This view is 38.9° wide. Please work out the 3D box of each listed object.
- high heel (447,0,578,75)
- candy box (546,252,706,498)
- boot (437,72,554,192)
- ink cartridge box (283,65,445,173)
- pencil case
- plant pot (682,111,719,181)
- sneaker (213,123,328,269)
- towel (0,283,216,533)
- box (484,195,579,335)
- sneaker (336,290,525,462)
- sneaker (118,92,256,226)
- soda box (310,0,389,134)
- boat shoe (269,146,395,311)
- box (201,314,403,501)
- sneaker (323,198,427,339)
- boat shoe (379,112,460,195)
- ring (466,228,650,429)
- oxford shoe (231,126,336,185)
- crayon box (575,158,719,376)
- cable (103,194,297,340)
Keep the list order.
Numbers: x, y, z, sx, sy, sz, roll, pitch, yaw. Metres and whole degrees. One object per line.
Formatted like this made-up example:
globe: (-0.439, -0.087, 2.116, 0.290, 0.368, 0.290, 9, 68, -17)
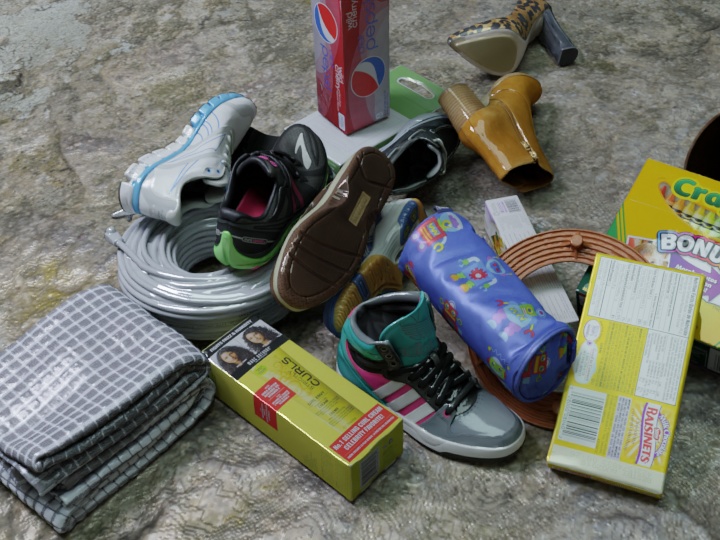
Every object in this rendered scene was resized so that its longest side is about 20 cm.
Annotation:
high heel: (0.186, -0.333, 1.387, 0.196, 0.072, 0.144, -2, 46, -24)
candy box: (0.237, 0.088, 0.904, 0.100, 0.026, 0.203, 13, 72, 15)
boot: (0.188, -0.161, 1.218, 0.199, 0.071, 0.145, -14, 62, -46)
ink cartridge box: (0.014, -0.167, 1.232, 0.199, 0.060, 0.103, -34, 50, -29)
pencil case: (0.116, 0.028, 0.931, 0.086, 0.079, 0.200, -26, 49, -18)
plant pot: (0.465, -0.119, 1.087, 0.185, 0.190, 0.199, 23, 34, 26)
sneaker: (-0.085, -0.088, 1.024, 0.075, 0.085, 0.202, 13, 46, 13)
towel: (-0.254, 0.112, 0.927, 0.164, 0.087, 0.199, 30, 52, 32)
box: (0.174, -0.001, 1.057, 0.041, 0.039, 0.202, -11, 43, -6)
sneaker: (0.061, 0.083, 0.912, 0.197, 0.122, 0.084, 23, 48, 25)
sneaker: (-0.161, -0.112, 1.084, 0.086, 0.076, 0.201, 25, 54, 20)
soda box: (-0.010, -0.260, 1.138, 0.069, 0.202, 0.063, -27, 48, -24)
boat shoe: (-0.032, -0.032, 1.007, 0.075, 0.075, 0.203, 44, 55, -12)
box: (-0.056, 0.121, 0.930, 0.199, 0.051, 0.075, 33, 52, 32)
sneaker: (0.000, 0.000, 1.057, 0.087, 0.076, 0.201, 2, 37, 29)
boat shoe: (0.066, -0.123, 1.154, 0.070, 0.073, 0.199, 7, 33, 40)
ring: (0.195, 0.050, 0.957, 0.196, 0.019, 0.204, -5, 66, 11)
oxford shoe: (-0.077, -0.110, 1.154, 0.199, 0.084, 0.073, 34, 95, 37)
crayon box: (0.337, 0.000, 0.995, 0.198, 0.059, 0.174, 23, 68, 26)
cable: (-0.153, -0.007, 1.057, 0.197, 0.070, 0.201, -16, 41, -19)
